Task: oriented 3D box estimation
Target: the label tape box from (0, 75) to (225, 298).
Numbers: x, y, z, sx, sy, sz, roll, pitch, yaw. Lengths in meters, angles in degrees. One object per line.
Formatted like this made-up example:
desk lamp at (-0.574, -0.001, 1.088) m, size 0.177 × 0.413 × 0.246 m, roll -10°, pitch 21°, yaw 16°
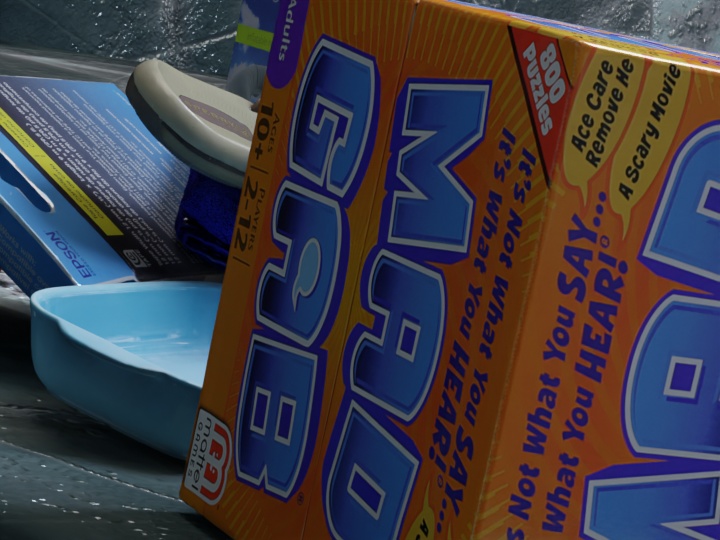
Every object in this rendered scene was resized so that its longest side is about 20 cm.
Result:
label tape box at (-0.138, -0.024, 1.154) m, size 0.143 × 0.066 × 0.200 m, roll 45°, pitch 21°, yaw 17°

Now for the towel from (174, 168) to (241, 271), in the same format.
towel at (0.000, 0.000, 1.186) m, size 0.200 × 0.050 × 0.148 m, roll 33°, pitch 13°, yaw -9°

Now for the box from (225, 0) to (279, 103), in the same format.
box at (-0.058, -0.158, 1.954) m, size 0.048 × 0.200 × 0.122 m, roll 6°, pitch 9°, yaw -33°

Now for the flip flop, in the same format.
flip flop at (-0.022, -0.064, 1.121) m, size 0.200 × 0.058 × 0.081 m, roll 21°, pitch 20°, yaw -44°

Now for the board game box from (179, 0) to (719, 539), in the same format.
board game box at (0.083, 0.020, 0.840) m, size 0.200 × 0.200 × 0.200 m, roll 7°, pitch 9°, yaw -29°

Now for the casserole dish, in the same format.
casserole dish at (-0.060, 0.043, 1.034) m, size 0.121 × 0.039 × 0.200 m, roll 25°, pitch 14°, yaw 26°
